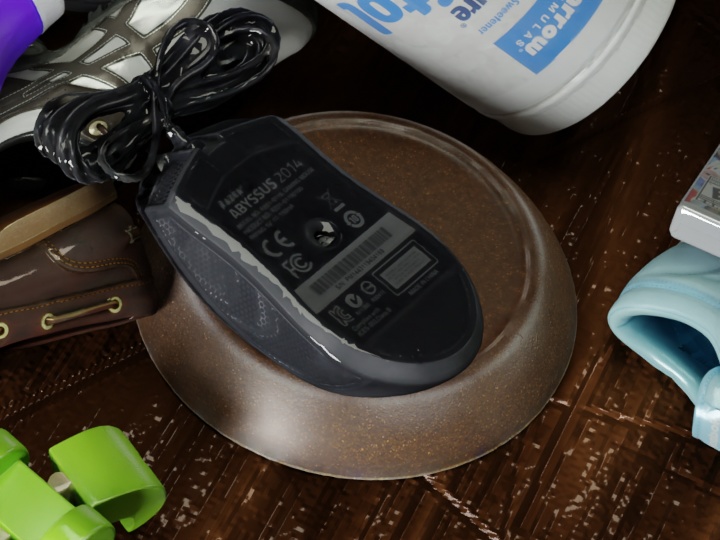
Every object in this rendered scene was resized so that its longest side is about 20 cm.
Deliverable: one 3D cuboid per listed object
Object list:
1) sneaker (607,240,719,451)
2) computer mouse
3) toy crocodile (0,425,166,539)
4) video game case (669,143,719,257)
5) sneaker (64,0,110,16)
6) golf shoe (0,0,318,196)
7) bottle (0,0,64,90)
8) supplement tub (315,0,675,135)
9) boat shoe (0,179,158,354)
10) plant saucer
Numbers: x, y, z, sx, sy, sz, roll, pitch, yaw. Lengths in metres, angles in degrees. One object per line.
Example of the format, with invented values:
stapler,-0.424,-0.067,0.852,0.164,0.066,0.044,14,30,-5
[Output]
sneaker,0.184,0.064,1.273,0.082,0.074,0.200,-32,53,-23
computer mouse,-0.033,-0.014,1.259,0.200,0.053,0.138,43,49,16
toy crocodile,-0.158,0.128,1.177,0.067,0.062,0.200,37,60,19
video game case,0.232,-0.035,1.345,0.142,0.018,0.200,24,32,11
sneaker,-0.129,-0.176,1.336,0.199,0.112,0.072,-3,59,-55
golf shoe,-0.107,-0.072,1.335,0.199,0.078,0.095,-16,61,-9
bottle,-0.211,-0.065,1.251,0.200,0.084,0.065,-43,41,-19
supplement tub,0.033,-0.162,1.329,0.199,0.132,0.133,31,44,-30
boat shoe,-0.176,0.028,1.243,0.199,0.070,0.071,-24,99,-18
plant saucer,0.000,0.000,1.314,0.199,0.035,0.201,5,51,-6
